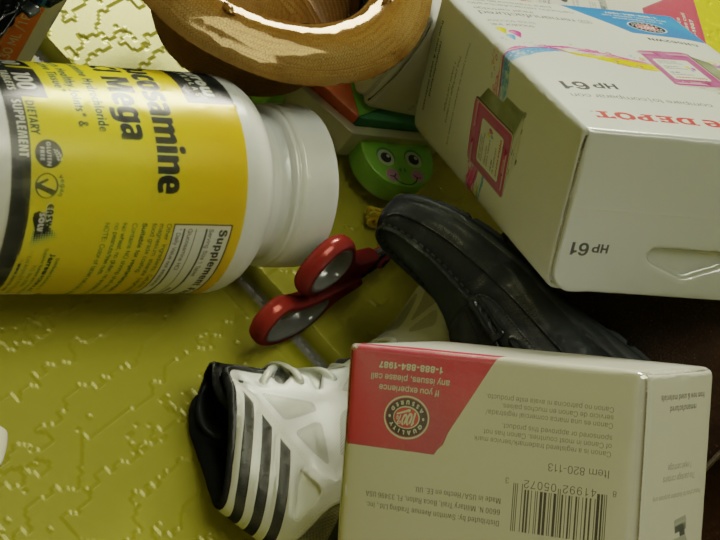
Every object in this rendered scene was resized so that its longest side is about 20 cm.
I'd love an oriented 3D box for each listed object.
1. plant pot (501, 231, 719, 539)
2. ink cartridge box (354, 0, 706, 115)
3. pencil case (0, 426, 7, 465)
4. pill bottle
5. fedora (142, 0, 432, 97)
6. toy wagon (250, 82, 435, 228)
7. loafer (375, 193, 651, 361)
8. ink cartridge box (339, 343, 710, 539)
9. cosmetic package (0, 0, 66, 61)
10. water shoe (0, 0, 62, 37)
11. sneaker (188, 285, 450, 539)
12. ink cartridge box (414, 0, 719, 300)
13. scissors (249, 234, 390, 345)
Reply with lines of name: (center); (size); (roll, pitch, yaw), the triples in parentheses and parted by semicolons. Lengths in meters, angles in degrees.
plant pot: (0.166, 0.041, 1.047); (0.187, 0.187, 0.200); (-12, 49, -37)
ink cartridge box: (0.095, -0.159, 1.135); (0.200, 0.083, 0.147); (8, 56, -28)
pencil case: (-0.250, 0.045, 0.822); (0.200, 0.089, 0.078); (32, 47, -10)
pill bottle: (-0.116, -0.044, 0.953); (0.200, 0.112, 0.113); (0, 59, -33)
fedora: (-0.059, -0.158, 1.032); (0.200, 0.082, 0.201); (13, 49, -16)
toy wagon: (0.008, -0.116, 1.133); (0.155, 0.040, 0.200); (3, 58, -31)
loafer: (0.074, 0.036, 0.943); (0.070, 0.068, 0.201); (-44, 65, -10)
ink cartridge box: (0.068, 0.137, 0.855); (0.083, 0.146, 0.200); (3, 92, -59)
cosmetic package: (-0.247, -0.174, 0.969); (0.200, 0.101, 0.071); (15, 52, -23)
water shoe: (-0.160, -0.147, 0.887); (0.079, 0.072, 0.200); (18, 51, -20)
sneaker: (-0.014, 0.055, 0.974); (0.115, 0.076, 0.201); (35, 49, -9)
ink cartridge box: (0.131, -0.066, 0.978); (0.144, 0.085, 0.200); (3, 26, -20)
scissors: (0.000, 0.000, 1.057); (0.014, 0.073, 0.200); (41, 21, 13)
